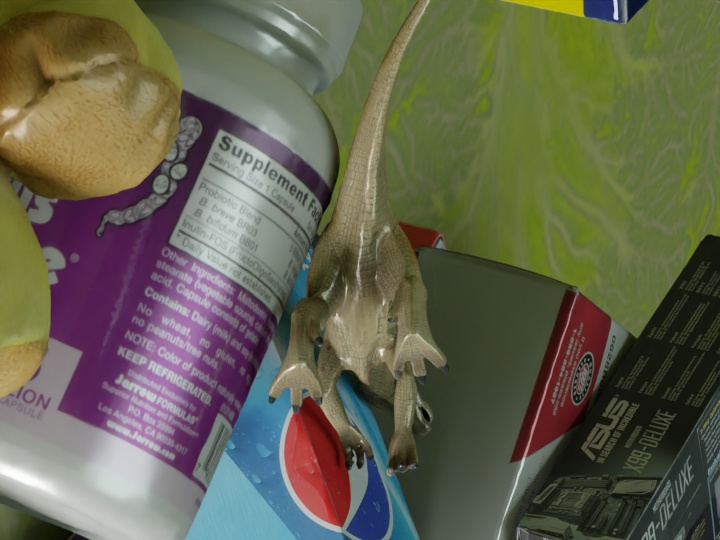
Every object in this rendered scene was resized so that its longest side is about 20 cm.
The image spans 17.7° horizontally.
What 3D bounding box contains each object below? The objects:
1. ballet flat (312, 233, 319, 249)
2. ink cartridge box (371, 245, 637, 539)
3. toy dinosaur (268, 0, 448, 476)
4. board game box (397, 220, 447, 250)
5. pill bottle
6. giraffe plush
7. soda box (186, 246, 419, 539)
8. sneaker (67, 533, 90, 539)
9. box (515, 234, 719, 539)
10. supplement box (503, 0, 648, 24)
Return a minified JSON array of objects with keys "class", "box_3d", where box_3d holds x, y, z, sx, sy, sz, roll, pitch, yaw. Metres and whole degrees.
[{"class":"ballet flat","box_3d":[-0.018,0.076,0.912,0.057,0.066,0.200,-1,83,-51]},{"class":"ink cartridge box","box_3d":[0.074,0.090,1.035,0.200,0.083,0.147,32,74,-61]},{"class":"toy dinosaur","box_3d":[0.000,0.000,0.778,0.101,0.058,0.200,-89,179,-47]},{"class":"board game box","box_3d":[-0.008,0.100,1.024,0.200,0.040,0.153,-58,148,-28]},{"class":"pill bottle","box_3d":[-0.074,-0.015,0.773,0.112,0.112,0.200,45,64,-59]},{"class":"giraffe plush","box_3d":[-0.147,-0.080,0.565,0.162,0.172,0.200,40,60,-56]},{"class":"soda box","box_3d":[-0.028,0.084,0.835,0.064,0.068,0.200,18,48,-62]},{"class":"sneaker","box_3d":[-0.094,0.156,0.825,0.200,0.100,0.075,-45,179,-41]},{"class":"box","box_3d":[0.140,0.107,1.020,0.200,0.050,0.158,-52,144,-38]},{"class":"supplement box","box_3d":[0.021,-0.169,0.773,0.109,0.200,0.110,-45,140,-43]}]
